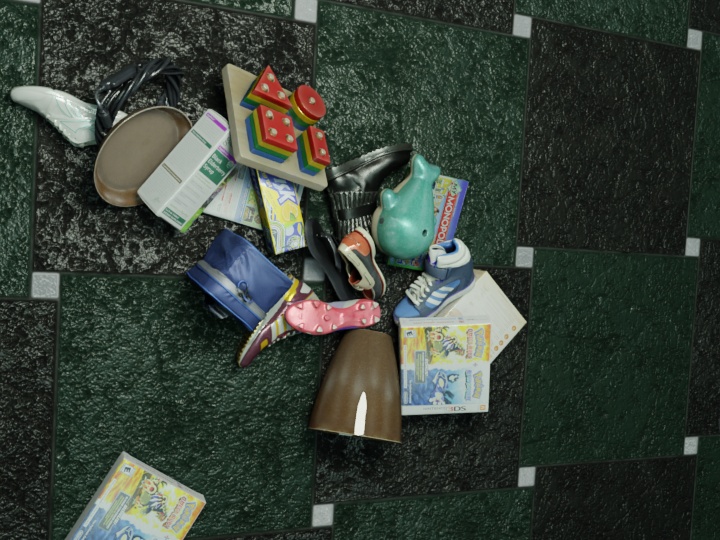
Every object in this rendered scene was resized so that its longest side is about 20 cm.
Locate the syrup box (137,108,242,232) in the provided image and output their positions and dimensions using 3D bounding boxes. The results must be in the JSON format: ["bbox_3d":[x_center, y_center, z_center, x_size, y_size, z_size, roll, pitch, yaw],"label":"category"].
[{"bbox_3d":[-0.290,-0.176,1.256,0.200,0.081,0.079,-48,147,0],"label":"syrup box"}]

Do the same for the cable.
[{"bbox_3d":[-0.369,-0.279,1.217,0.200,0.050,0.164,-48,153,-36],"label":"cable"}]

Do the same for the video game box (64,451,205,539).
[{"bbox_3d":[-0.414,0.467,1.302,0.181,0.047,0.201,36,81,-22],"label":"video game box"}]

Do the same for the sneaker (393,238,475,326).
[{"bbox_3d":[0.135,0.014,1.428,0.199,0.081,0.147,-30,132,-4],"label":"sneaker"}]

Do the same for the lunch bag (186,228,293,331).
[{"bbox_3d":[-0.221,0.024,1.264,0.136,0.200,0.133,44,81,-23],"label":"lunch bag"}]

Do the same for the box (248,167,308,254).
[{"bbox_3d":[-0.158,-0.137,1.330,0.069,0.064,0.203,-15,98,-20],"label":"box"}]

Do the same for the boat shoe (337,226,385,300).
[{"bbox_3d":[0.000,0.000,1.376,0.063,0.071,0.201,-45,148,-21],"label":"boat shoe"}]

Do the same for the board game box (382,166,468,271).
[{"bbox_3d":[0.134,-0.100,1.460,0.133,0.029,0.202,9,104,-20],"label":"board game box"}]

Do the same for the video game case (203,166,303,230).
[{"bbox_3d":[-0.209,-0.158,1.353,0.198,0.018,0.145,16,87,-21],"label":"video game case"}]

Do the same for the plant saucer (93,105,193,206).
[{"bbox_3d":[-0.375,-0.200,1.217,0.200,0.201,0.032,-43,67,-13],"label":"plant saucer"}]

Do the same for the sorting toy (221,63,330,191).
[{"bbox_3d":[-0.136,-0.266,1.261,0.199,0.069,0.201,14,55,-44],"label":"sorting toy"}]

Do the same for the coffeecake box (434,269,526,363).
[{"bbox_3d":[0.231,0.123,1.512,0.200,0.073,0.154,-45,107,-13],"label":"coffeecake box"}]

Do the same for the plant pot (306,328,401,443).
[{"bbox_3d":[0.001,0.222,1.389,0.185,0.187,0.203,14,75,-21],"label":"plant pot"}]

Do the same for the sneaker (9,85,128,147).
[{"bbox_3d":[-0.494,-0.257,1.209,0.198,0.070,0.081,16,91,-22],"label":"sneaker"}]

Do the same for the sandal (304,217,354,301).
[{"bbox_3d":[-0.052,-0.026,1.376,0.042,0.077,0.201,-17,127,17],"label":"sandal"}]

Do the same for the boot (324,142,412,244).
[{"bbox_3d":[0.027,-0.153,1.412,0.209,0.079,0.160,-23,99,-13],"label":"boot"}]

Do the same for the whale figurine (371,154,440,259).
[{"bbox_3d":[0.105,-0.117,1.366,0.158,0.103,0.202,26,89,-41],"label":"whale figurine"}]

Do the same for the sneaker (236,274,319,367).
[{"bbox_3d":[-0.157,0.112,1.361,0.090,0.075,0.201,35,82,-15],"label":"sneaker"}]

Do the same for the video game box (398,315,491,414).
[{"bbox_3d":[0.168,0.192,1.426,0.180,0.047,0.203,-3,111,-3],"label":"video game box"}]

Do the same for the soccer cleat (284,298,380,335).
[{"bbox_3d":[-0.056,0.087,1.363,0.198,0.076,0.068,-3,86,-25],"label":"soccer cleat"}]
